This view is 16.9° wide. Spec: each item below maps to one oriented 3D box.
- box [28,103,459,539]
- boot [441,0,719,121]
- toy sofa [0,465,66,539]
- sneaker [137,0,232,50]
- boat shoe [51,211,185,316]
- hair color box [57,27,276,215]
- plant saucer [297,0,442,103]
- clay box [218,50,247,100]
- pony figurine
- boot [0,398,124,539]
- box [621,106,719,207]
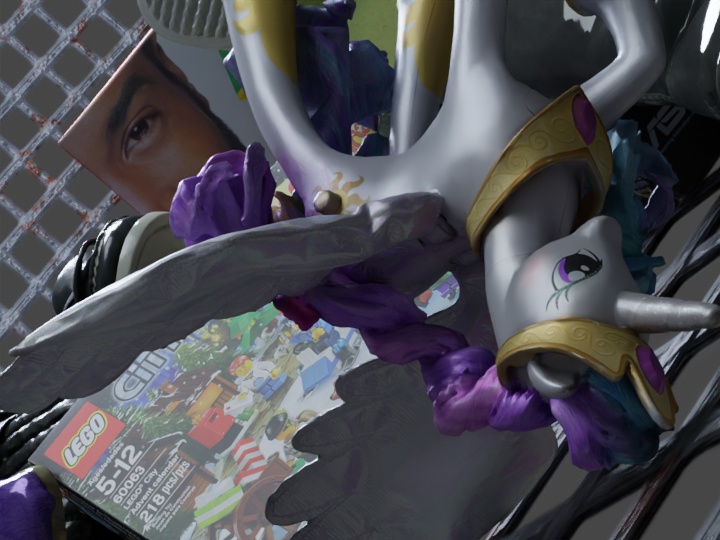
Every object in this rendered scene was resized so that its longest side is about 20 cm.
[{"bbox_3d":[-0.011,0.027,0.885,0.137,0.038,0.200,25,71,43],"label":"box"},{"bbox_3d":[0.112,-0.115,0.746,0.182,0.073,0.200,-50,22,-8],"label":"boot"},{"bbox_3d":[-0.188,0.142,0.910,0.200,0.098,0.083,-13,7,40],"label":"toy sofa"},{"bbox_3d":[0.000,-0.143,1.100,0.200,0.074,0.082,-14,-6,13],"label":"sneaker"},{"bbox_3d":[-0.098,0.016,1.040,0.199,0.066,0.075,47,-123,-76],"label":"boat shoe"},{"bbox_3d":[-0.037,-0.043,1.208,0.111,0.200,0.064,-50,3,10],"label":"hair color box"},{"bbox_3d":[0.059,-0.123,0.925,0.200,0.031,0.200,-22,31,14],"label":"plant saucer"},{"bbox_3d":[0.014,-0.171,1.166,0.200,0.115,0.048,-22,-6,-14],"label":"clay box"},{"bbox_3d":[0.009,-0.011,0.667,0.193,0.166,0.200,-30,48,30],"label":"pony figurine"},{"bbox_3d":[-0.133,0.153,0.984,0.158,0.211,0.079,-15,-5,35],"label":"boot"},{"bbox_3d":[0.146,-0.108,0.910,0.200,0.044,0.160,-50,4,-6],"label":"box"}]
